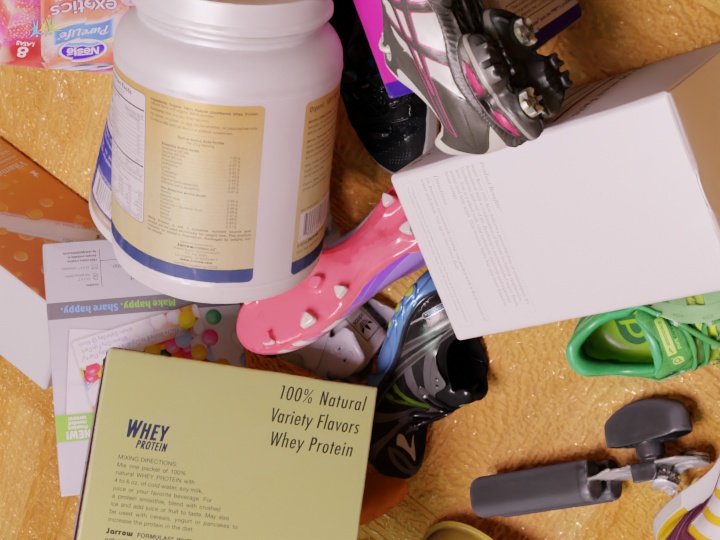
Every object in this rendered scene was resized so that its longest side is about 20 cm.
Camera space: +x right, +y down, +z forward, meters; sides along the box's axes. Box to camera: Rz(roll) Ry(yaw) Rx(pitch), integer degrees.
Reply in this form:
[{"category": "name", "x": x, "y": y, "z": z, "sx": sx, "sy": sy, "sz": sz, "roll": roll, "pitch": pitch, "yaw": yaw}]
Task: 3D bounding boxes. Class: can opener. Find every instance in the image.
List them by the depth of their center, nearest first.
[{"category": "can opener", "x": 0.168, "y": 0.145, "z": 0.956, "sx": 0.200, "sy": 0.053, "sz": 0.067, "roll": -24, "pitch": 65, "yaw": 40}]

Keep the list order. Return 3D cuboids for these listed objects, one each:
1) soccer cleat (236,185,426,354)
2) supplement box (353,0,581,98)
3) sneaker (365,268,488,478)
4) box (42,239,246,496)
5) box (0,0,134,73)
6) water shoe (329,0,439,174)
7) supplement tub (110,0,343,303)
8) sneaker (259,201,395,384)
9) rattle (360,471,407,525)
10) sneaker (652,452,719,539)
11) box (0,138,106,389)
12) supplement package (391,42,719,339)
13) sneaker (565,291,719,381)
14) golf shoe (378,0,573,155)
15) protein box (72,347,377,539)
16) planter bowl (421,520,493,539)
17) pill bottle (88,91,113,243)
[{"category": "soccer cleat", "x": 0.000, "y": 0.000, "z": 0.921, "sx": 0.200, "sy": 0.076, "sz": 0.067, "roll": -39, "pitch": 61, "yaw": 15}, {"category": "supplement box", "x": 0.045, "y": -0.225, "z": 0.794, "sx": 0.101, "sy": 0.103, "sz": 0.201, "roll": -9, "pitch": 111, "yaw": 38}, {"category": "sneaker", "x": 0.052, "y": 0.091, "z": 0.985, "sx": 0.083, "sy": 0.071, "sz": 0.200, "roll": 32, "pitch": 128, "yaw": 20}, {"category": "box", "x": -0.172, "y": 0.073, "z": 1.042, "sx": 0.041, "sy": 0.155, "sz": 0.201, "roll": 157, "pitch": 109, "yaw": -77}, {"category": "box", "x": -0.227, "y": -0.248, "z": 0.926, "sx": 0.103, "sy": 0.094, "sz": 0.201, "roll": -54, "pitch": 48, "yaw": 42}, {"category": "water shoe", "x": -0.006, "y": -0.150, "z": 0.887, "sx": 0.071, "sy": 0.079, "sz": 0.201, "roll": -3, "pitch": 113, "yaw": 37}, {"category": "supplement tub", "x": -0.087, "y": -0.096, "z": 0.827, "sx": 0.144, "sy": 0.144, "sz": 0.201, "roll": 22, "pitch": 123, "yaw": 24}, {"category": "sneaker", "x": -0.024, "y": 0.006, "z": 0.994, "sx": 0.115, "sy": 0.075, "sz": 0.201, "roll": 27, "pitch": 132, "yaw": 19}, {"category": "rattle", "x": -0.083, "y": 0.151, "z": 1.089, "sx": 0.143, "sy": 0.130, "sz": 0.200, "roll": -37, "pitch": 84, "yaw": 45}, {"category": "sneaker", "x": 0.261, "y": 0.160, "z": 0.847, "sx": 0.075, "sy": 0.090, "sz": 0.200, "roll": 9, "pitch": 135, "yaw": -11}, {"category": "box", "x": -0.303, "y": -0.010, "z": 1.149, "sx": 0.200, "sy": 0.124, "sz": 0.098, "roll": 35, "pitch": 130, "yaw": 14}, {"category": "supplement package", "x": 0.145, "y": -0.048, "z": 0.808, "sx": 0.199, "sy": 0.120, "sz": 0.122, "roll": -13, "pitch": 105, "yaw": 40}, {"category": "sneaker", "x": 0.220, "y": 0.037, "z": 0.825, "sx": 0.200, "sy": 0.084, "sz": 0.074, "roll": -21, "pitch": 101, "yaw": 40}, {"category": "golf shoe", "x": 0.034, "y": -0.153, "z": 0.727, "sx": 0.088, "sy": 0.077, "sz": 0.201, "roll": -21, "pitch": 101, "yaw": 46}, {"category": "protein box", "x": -0.108, "y": 0.172, "z": 0.955, "sx": 0.135, "sy": 0.198, "sz": 0.201, "roll": 154, "pitch": 124, "yaw": -76}, {"category": "planter bowl", "x": 0.077, "y": 0.311, "z": 1.037, "sx": 0.200, "sy": 0.083, "sz": 0.201, "roll": 34, "pitch": 135, "yaw": 44}, {"category": "pill bottle", "x": -0.129, "y": -0.113, "z": 0.970, "sx": 0.120, "sy": 0.120, "sz": 0.200, "roll": 36, "pitch": 130, "yaw": 14}]
